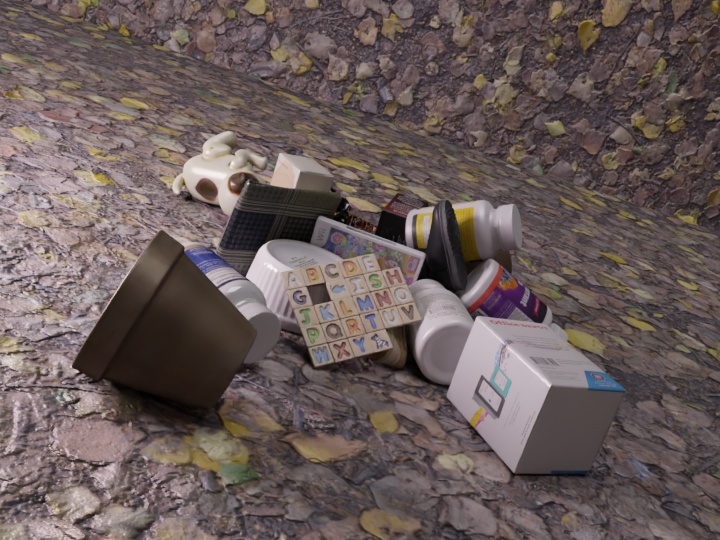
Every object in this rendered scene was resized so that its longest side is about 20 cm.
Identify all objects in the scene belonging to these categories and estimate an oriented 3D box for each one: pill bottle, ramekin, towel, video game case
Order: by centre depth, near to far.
[{"bbox_3d":[-0.205,0.048,1.327,0.110,0.112,0.199,-1,27,-46],"label":"pill bottle"},{"bbox_3d":[0.128,0.094,1.526,0.113,0.115,0.200,14,19,-15],"label":"pill bottle"},{"bbox_3d":[-0.097,0.023,1.535,0.200,0.095,0.203,18,19,-6],"label":"ramekin"},{"bbox_3d":[-0.147,-0.068,1.593,0.198,0.194,0.035,5,34,-37],"label":"towel"},{"bbox_3d":[0.000,0.000,1.619,0.198,0.144,0.018,20,29,1],"label":"video game case"},{"bbox_3d":[0.272,0.082,1.647,0.200,0.112,0.112,40,16,-9],"label":"pill bottle"},{"bbox_3d":[0.190,-0.069,1.682,0.198,0.113,0.111,-7,9,22],"label":"pill bottle"}]

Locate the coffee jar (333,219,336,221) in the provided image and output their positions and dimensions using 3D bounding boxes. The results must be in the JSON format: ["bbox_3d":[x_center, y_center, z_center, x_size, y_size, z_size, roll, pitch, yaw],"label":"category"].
[{"bbox_3d":[-0.060,-0.049,1.789,0.104,0.086,0.200,4,23,-44],"label":"coffee jar"}]

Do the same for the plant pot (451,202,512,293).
[{"bbox_3d":[0.182,-0.014,1.820,0.134,0.202,0.200,-35,49,-29],"label":"plant pot"}]

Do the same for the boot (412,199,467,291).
[{"bbox_3d":[0.079,-0.032,1.641,0.198,0.167,0.066,-6,12,24],"label":"boot"}]

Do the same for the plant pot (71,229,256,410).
[{"bbox_3d":[-0.230,0.079,1.138,0.173,0.201,0.200,33,17,-8],"label":"plant pot"}]

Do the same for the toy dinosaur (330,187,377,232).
[{"bbox_3d":[-0.058,-0.128,2.018,0.197,0.103,0.136,-2,1,3],"label":"toy dinosaur"}]

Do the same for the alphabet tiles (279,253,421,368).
[{"bbox_3d":[-0.008,0.056,1.436,0.198,0.008,0.168,-12,63,-23],"label":"alphabet tiles"}]

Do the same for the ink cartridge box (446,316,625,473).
[{"bbox_3d":[0.252,0.181,1.354,0.145,0.147,0.200,8,22,-29],"label":"ink cartridge box"}]

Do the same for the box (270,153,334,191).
[{"bbox_3d":[-0.127,-0.104,1.691,0.077,0.202,0.095,5,23,-35],"label":"box"}]

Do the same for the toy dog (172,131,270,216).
[{"bbox_3d":[-0.269,-0.182,1.882,0.193,0.141,0.200,-13,35,-36],"label":"toy dog"}]

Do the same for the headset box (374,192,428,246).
[{"bbox_3d":[0.071,-0.059,1.846,0.074,0.150,0.200,18,17,7],"label":"headset box"}]

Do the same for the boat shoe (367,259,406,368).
[{"bbox_3d":[0.038,0.072,1.509,0.064,0.071,0.202,29,42,-33],"label":"boat shoe"}]
